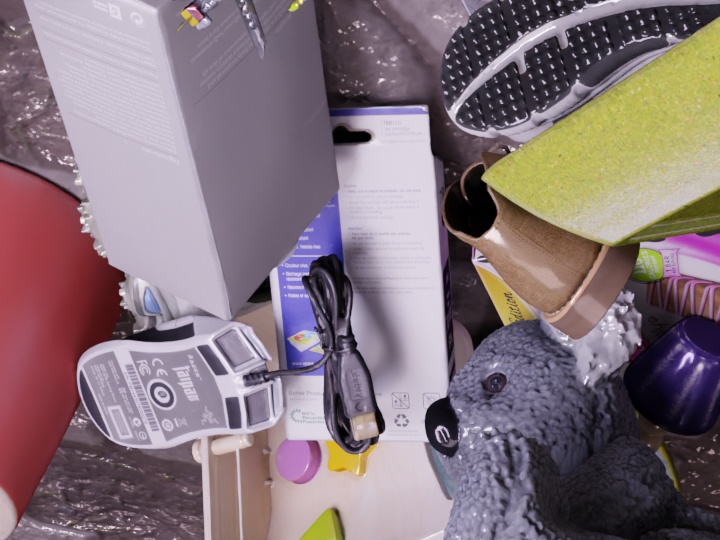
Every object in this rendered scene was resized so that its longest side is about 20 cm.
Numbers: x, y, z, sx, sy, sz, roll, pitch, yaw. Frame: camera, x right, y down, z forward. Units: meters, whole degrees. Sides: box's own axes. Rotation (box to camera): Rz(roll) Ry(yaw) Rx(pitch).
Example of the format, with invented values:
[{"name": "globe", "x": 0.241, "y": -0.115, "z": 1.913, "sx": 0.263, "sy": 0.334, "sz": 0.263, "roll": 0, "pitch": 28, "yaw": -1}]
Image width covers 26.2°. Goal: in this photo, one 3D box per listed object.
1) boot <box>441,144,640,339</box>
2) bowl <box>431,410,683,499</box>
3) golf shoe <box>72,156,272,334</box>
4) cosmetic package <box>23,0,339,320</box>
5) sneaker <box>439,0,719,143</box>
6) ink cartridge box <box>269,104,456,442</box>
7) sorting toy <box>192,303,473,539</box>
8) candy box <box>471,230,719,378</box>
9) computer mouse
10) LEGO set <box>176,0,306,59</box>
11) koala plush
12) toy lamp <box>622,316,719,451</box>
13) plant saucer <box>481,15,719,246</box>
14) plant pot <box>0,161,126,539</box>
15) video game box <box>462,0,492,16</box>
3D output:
[{"name": "boot", "x": 0.082, "y": -0.040, "z": 0.727, "sx": 0.075, "sy": 0.200, "sz": 0.074, "roll": 31, "pitch": 109, "yaw": -7}, {"name": "bowl", "x": 0.118, "y": 0.147, "z": 1.002, "sx": 0.199, "sy": 0.201, "sz": 0.108, "roll": -8, "pitch": -177, "yaw": 22}, {"name": "golf shoe", "x": -0.101, "y": -0.033, "z": 0.865, "sx": 0.097, "sy": 0.079, "sz": 0.200, "roll": -8, "pitch": 150, "yaw": 4}, {"name": "cosmetic package", "x": -0.077, "y": -0.085, "z": 0.719, "sx": 0.090, "sy": 0.107, "sz": 0.200, "roll": 25, "pitch": 144, "yaw": 22}, {"name": "sneaker", "x": 0.133, "y": -0.105, "z": 0.644, "sx": 0.199, "sy": 0.074, "sz": 0.080, "roll": -18, "pitch": 160, "yaw": 30}, {"name": "ink cartridge box", "x": 0.000, "y": 0.000, "z": 0.859, "sx": 0.099, "sy": 0.039, "sz": 0.201, "roll": 1, "pitch": 113, "yaw": 11}, {"name": "sorting toy", "x": -0.010, "y": 0.105, "z": 0.945, "sx": 0.179, "sy": 0.201, "sz": 0.107, "roll": -13, "pitch": 160, "yaw": 25}, {"name": "candy box", "x": 0.175, "y": 0.000, "z": 0.846, "sx": 0.199, "sy": 0.061, "sz": 0.137, "roll": -7, "pitch": 141, "yaw": 22}, {"name": "computer mouse", "x": -0.076, "y": 0.054, "z": 0.868, "sx": 0.199, "sy": 0.044, "sz": 0.110, "roll": -8, "pitch": 111, "yaw": 33}, {"name": "LEGO set", "x": -0.030, "y": -0.182, "z": 0.551, "sx": 0.153, "sy": 0.116, "sz": 0.200, "roll": -11, "pitch": 123, "yaw": 23}, {"name": "koala plush", "x": 0.099, "y": 0.109, "z": 0.783, "sx": 0.183, "sy": 0.201, "sz": 0.178, "roll": 8, "pitch": 135, "yaw": -16}, {"name": "toy lamp", "x": 0.148, "y": 0.109, "z": 0.869, "sx": 0.058, "sy": 0.058, "sz": 0.200, "roll": 18, "pitch": 126, "yaw": -13}, {"name": "plant saucer", "x": 0.183, "y": -0.062, "z": 0.615, "sx": 0.199, "sy": 0.048, "sz": 0.200, "roll": -9, "pitch": 165, "yaw": -37}, {"name": "plant pot", "x": -0.252, "y": 0.057, "z": 0.918, "sx": 0.199, "sy": 0.178, "sz": 0.201, "roll": 6, "pitch": 144, "yaw": 5}, {"name": "video game box", "x": 0.136, "y": -0.150, "z": 0.663, "sx": 0.199, "sy": 0.047, "sz": 0.182, "roll": -9, "pitch": 139, "yaw": 23}]
